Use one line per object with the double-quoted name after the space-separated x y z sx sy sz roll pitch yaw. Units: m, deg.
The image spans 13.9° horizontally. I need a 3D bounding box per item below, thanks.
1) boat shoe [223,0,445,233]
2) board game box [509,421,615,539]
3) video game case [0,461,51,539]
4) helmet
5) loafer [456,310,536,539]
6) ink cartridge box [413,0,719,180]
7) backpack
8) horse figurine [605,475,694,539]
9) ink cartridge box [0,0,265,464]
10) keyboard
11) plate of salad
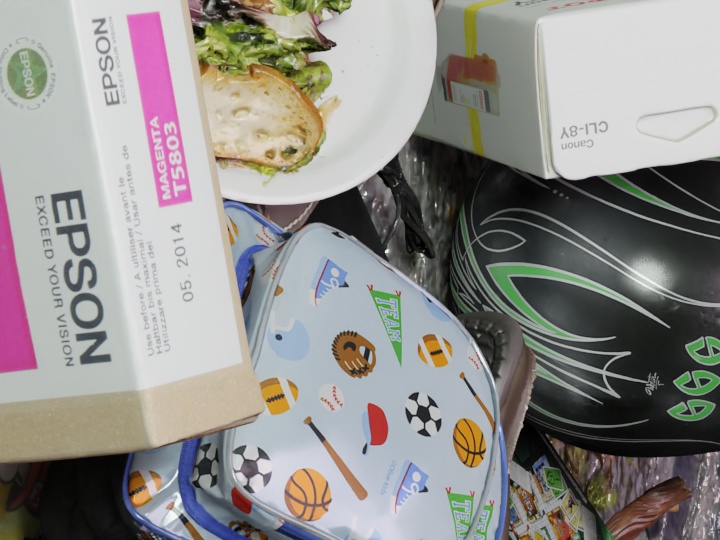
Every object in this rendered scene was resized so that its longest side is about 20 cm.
-0.012 -0.089 1.392 0.072 0.059 0.200 69 36 -43 "boat shoe"
0.117 0.181 1.659 0.200 0.023 0.105 56 36 -31 "board game box"
-0.159 0.090 1.252 0.200 0.023 0.182 -59 139 -42 "video game case"
0.143 0.006 1.603 0.200 0.191 0.200 -169 -90 -89 "helmet"
0.043 0.117 1.535 0.071 0.073 0.200 19 93 -47 "loafer"
0.118 -0.108 1.512 0.145 0.200 0.083 -10 104 -19 "ink cartridge box"
-0.024 0.079 1.279 0.190 0.154 0.200 35 60 -32 "backpack"
0.159 0.217 1.778 0.133 0.050 0.200 -25 122 -39 "horse figurine"
-0.137 -0.028 1.120 0.075 0.165 0.200 -14 95 -56 "ink cartridge box"
0.000 0.000 1.516 0.127 0.021 0.200 -59 146 -31 "keyboard"
-0.050 -0.126 1.322 0.200 0.048 0.200 11 66 -24 "plate of salad"
